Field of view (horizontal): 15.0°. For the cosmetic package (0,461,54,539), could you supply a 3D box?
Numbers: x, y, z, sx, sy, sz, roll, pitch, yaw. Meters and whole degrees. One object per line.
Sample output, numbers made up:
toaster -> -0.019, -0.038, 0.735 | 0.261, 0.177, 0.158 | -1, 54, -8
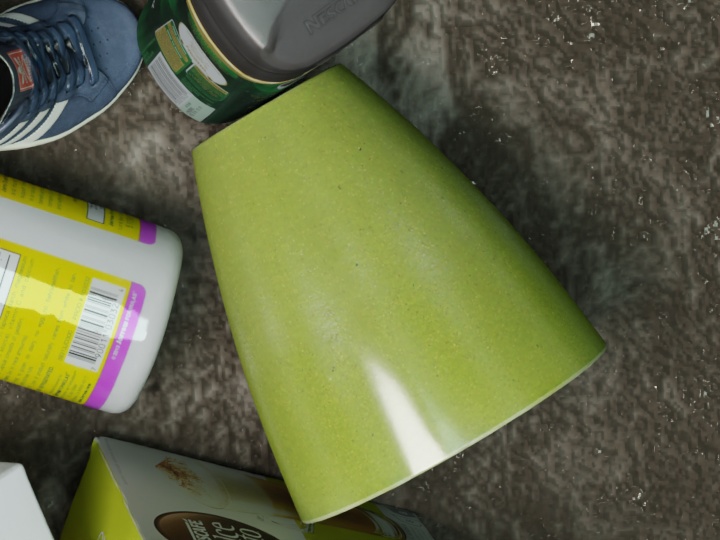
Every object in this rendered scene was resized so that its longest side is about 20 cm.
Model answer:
cosmetic package -> -0.233, 0.154, 1.414 | 0.071, 0.200, 0.102 | -30, 108, -34

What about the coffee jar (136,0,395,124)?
coffee jar -> -0.047, -0.136, 1.372 | 0.104, 0.200, 0.085 | -37, 95, -14

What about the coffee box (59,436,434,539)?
coffee box -> -0.067, 0.228, 1.446 | 0.197, 0.200, 0.200 | 16, 100, -17

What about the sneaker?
sneaker -> -0.178, -0.098, 1.390 | 0.200, 0.084, 0.075 | -27, 95, -37

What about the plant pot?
plant pot -> 0.000, 0.000, 1.441 | 0.187, 0.187, 0.200 | -30, 91, -1

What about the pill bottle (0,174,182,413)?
pill bottle -> -0.201, -0.001, 1.436 | 0.200, 0.104, 0.104 | 18, 99, -11
